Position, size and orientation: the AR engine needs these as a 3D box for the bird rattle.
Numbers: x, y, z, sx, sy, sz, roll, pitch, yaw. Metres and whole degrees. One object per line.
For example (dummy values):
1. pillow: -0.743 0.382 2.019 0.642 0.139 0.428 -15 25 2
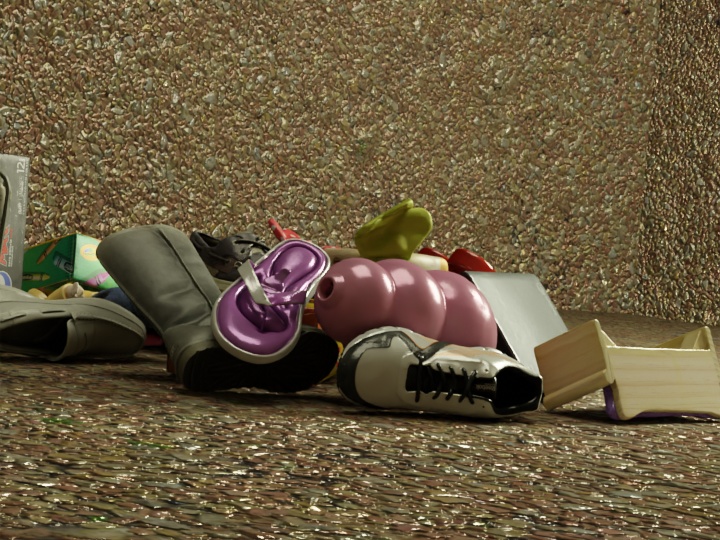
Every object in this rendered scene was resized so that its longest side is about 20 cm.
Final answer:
1. bird rattle: 0.000 0.000 1.700 0.199 0.114 0.162 -10 -13 38

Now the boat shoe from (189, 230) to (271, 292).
1. boat shoe: -0.121 -0.007 1.652 0.072 0.065 0.199 6 1 -38

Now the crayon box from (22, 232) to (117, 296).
1. crayon box: -0.344 0.016 1.878 0.199 0.059 0.118 -14 -24 41

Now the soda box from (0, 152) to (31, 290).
1. soda box: -0.388 -0.021 1.662 0.063 0.202 0.071 4 0 29

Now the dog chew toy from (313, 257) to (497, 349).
1. dog chew toy: 0.036 0.047 1.505 0.124 0.125 0.199 7 -12 46

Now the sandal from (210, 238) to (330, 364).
1. sandal: -0.080 0.014 1.463 0.082 0.050 0.203 18 31 5

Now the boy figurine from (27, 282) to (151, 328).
1. boy figurine: -0.287 0.046 1.758 0.199 0.065 0.124 -8 -29 33

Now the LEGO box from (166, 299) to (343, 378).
1. LEGO box: -0.101 0.067 1.662 0.148 0.078 0.200 5 1 8

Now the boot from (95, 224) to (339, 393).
1. boot: -0.135 0.033 1.526 0.181 0.073 0.200 5 26 -34

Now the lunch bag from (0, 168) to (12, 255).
1. lunch bag: -0.395 -0.012 1.460 0.138 0.202 0.168 7 4 -16

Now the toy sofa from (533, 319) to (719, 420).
1. toy sofa: 0.268 0.110 1.595 0.199 0.098 0.083 4 -23 -44

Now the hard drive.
1. hard drive: 0.169 0.068 1.686 0.033 0.140 0.200 -34 -15 21

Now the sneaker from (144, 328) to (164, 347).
1. sneaker: -0.190 0.051 1.829 0.095 0.080 0.199 -6 -11 -42

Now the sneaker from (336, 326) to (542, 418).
1. sneaker: 0.073 0.092 1.422 0.199 0.074 0.080 4 4 -29

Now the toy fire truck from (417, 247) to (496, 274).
1. toy fire truck: 0.125 0.066 2.015 0.168 0.112 0.200 44 -17 -22

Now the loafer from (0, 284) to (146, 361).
1. loafer: -0.300 0.063 1.621 0.199 0.070 0.070 10 35 -36
